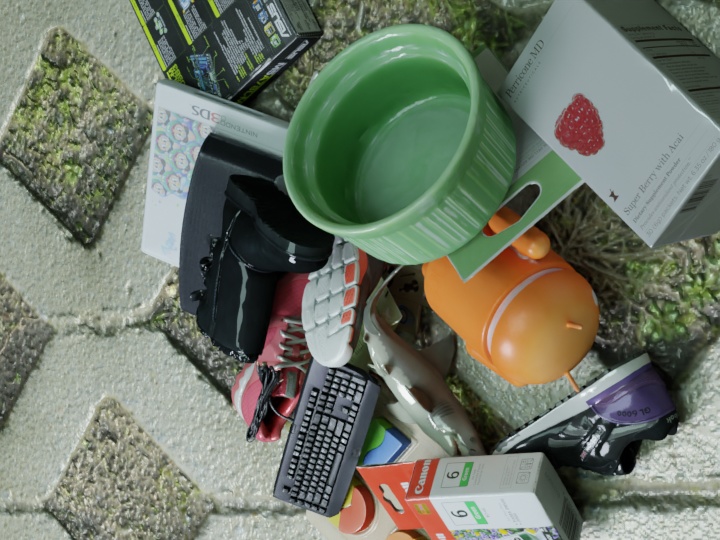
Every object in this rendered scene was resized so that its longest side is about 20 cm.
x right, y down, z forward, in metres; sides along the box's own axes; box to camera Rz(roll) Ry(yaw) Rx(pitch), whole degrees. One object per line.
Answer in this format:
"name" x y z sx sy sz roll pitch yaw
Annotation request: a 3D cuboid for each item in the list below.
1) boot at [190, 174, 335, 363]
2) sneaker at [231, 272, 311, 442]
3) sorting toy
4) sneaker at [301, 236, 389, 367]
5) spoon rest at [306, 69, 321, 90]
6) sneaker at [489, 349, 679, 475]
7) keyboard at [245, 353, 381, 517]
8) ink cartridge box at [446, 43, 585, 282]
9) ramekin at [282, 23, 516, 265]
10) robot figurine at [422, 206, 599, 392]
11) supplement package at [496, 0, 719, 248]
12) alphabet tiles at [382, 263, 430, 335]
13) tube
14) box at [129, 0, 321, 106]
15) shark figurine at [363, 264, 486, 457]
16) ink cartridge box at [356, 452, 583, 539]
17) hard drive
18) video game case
"boot" -0.098 0.011 1.603 0.198 0.073 0.164 40 120 54
"sneaker" -0.071 0.089 1.687 0.087 0.073 0.202 -118 42 -56
"sorting toy" 0.033 0.234 1.672 0.185 0.036 0.201 38 119 30
"sneaker" 0.000 0.000 1.600 0.077 0.082 0.202 -10 66 44
"spoon rest" 0.040 -0.135 1.603 0.199 0.061 0.100 32 109 19
"sneaker" 0.200 0.158 1.496 0.200 0.075 0.088 -39 78 37
"keyboard" -0.058 0.158 1.646 0.126 0.021 0.201 23 127 8
"ink cartridge box" 0.110 -0.091 1.475 0.145 0.048 0.201 -40 51 10
"ramekin" 0.039 -0.103 1.436 0.199 0.098 0.202 -17 57 28
"robot figurine" 0.136 0.026 1.490 0.200 0.116 0.144 44 106 41
"supplement package" 0.237 -0.134 1.385 0.200 0.119 0.122 48 124 25
"alphabet tiles" 0.016 -0.031 1.666 0.199 0.006 0.168 17 108 37
"tube" -0.014 0.095 1.680 0.058 0.052 0.201 34 120 10
"box" -0.152 -0.279 1.746 0.193 0.047 0.201 -38 73 40
"shark figurine" 0.054 0.079 1.582 0.128 0.089 0.215 19 145 59
"ink cartridge box" 0.097 0.227 1.546 0.198 0.051 0.109 -8 134 29
"hard drive" -0.129 -0.029 1.719 0.134 0.042 0.202 22 117 24
"video game case" -0.151 -0.083 1.755 0.181 0.024 0.202 21 118 25
